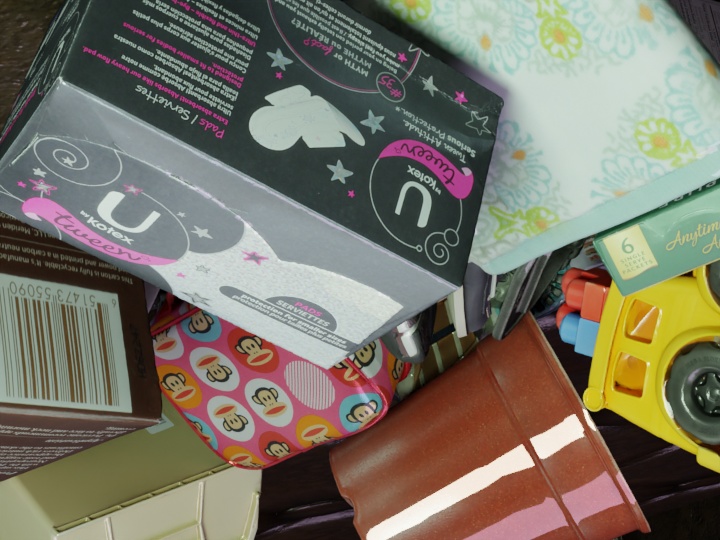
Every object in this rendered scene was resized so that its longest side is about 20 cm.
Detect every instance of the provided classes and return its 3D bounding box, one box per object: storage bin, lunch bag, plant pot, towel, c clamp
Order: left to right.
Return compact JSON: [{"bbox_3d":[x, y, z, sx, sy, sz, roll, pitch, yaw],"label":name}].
[{"bbox_3d":[-0.214,0.172,1.227,0.197,0.200,0.094,-16,125,-33],"label":"storage bin"},{"bbox_3d":[-0.078,0.056,1.114,0.199,0.176,0.082,-24,-157,41],"label":"lunch bag"},{"bbox_3d":[0.093,0.160,1.141,0.194,0.202,0.201,-29,161,4],"label":"plant pot"},{"bbox_3d":[0.075,-0.090,0.730,0.171,0.048,0.199,46,137,-17],"label":"towel"},{"bbox_3d":[0.145,-0.029,1.037,0.171,0.027,0.200,-50,168,-14],"label":"c clamp"}]

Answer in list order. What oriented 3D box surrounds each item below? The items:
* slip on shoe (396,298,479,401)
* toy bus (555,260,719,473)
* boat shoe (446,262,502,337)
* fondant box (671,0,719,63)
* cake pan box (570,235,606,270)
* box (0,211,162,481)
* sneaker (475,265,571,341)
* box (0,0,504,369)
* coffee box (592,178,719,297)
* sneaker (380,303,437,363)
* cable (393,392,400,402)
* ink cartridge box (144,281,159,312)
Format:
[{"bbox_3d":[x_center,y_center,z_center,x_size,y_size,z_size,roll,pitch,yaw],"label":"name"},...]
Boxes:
[{"bbox_3d":[0.049,0.045,1.176,0.076,0.061,0.201,-29,144,-11],"label":"slip on shoe"},{"bbox_3d":[0.228,0.018,1.034,0.191,0.202,0.135,20,-162,32],"label":"toy bus"},{"bbox_3d":[0.082,-0.009,0.938,0.062,0.073,0.200,-13,159,2],"label":"boat shoe"},{"bbox_3d":[0.126,-0.109,0.849,0.199,0.059,0.144,5,157,-40],"label":"fondant box"},{"bbox_3d":[0.293,-0.031,1.207,0.199,0.053,0.184,-21,162,31],"label":"cake pan box"},{"bbox_3d":[-0.254,0.036,0.893,0.199,0.166,0.165,-21,161,31],"label":"box"},{"bbox_3d":[0.106,0.035,1.261,0.199,0.078,0.086,-19,168,31],"label":"sneaker"},{"bbox_3d":[-0.056,-0.056,0.683,0.199,0.115,0.132,28,147,-19],"label":"box"},{"bbox_3d":[0.221,-0.057,0.918,0.122,0.044,0.200,-24,-168,24],"label":"coffee box"},{"bbox_3d":[-0.023,-0.026,0.912,0.115,0.076,0.201,-4,124,20],"label":"sneaker"},{"bbox_3d":[0.011,0.066,1.237,0.097,0.051,0.200,23,171,37],"label":"cable"},{"bbox_3d":[-0.228,0.093,1.088,0.043,0.175,0.200,30,147,-17],"label":"ink cartridge box"}]
